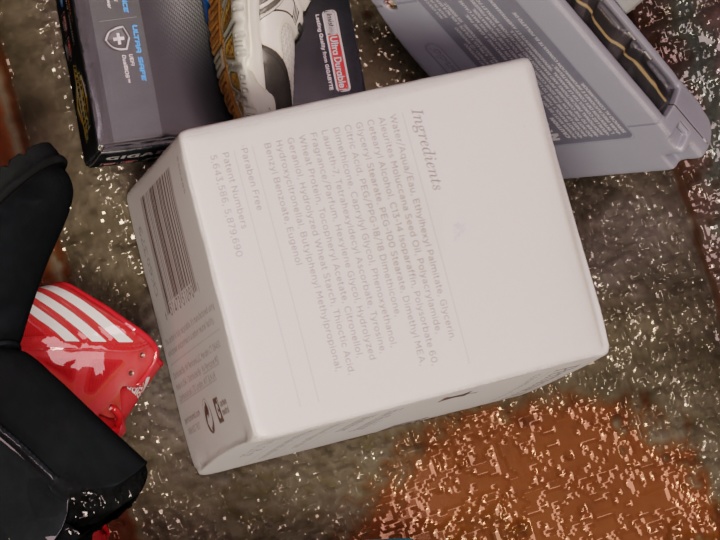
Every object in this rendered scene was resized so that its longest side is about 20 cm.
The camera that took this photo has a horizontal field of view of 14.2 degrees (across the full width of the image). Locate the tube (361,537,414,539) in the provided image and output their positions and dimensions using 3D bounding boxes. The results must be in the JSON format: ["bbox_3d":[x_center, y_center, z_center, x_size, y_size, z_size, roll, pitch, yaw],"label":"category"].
[{"bbox_3d":[-0.059,0.170,1.512,0.199,0.050,0.078,-1,118,-27],"label":"tube"}]

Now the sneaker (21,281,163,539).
[{"bbox_3d":[-0.140,0.097,1.534,0.115,0.078,0.201,-24,88,-16],"label":"sneaker"}]

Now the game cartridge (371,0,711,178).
[{"bbox_3d":[0.089,-0.125,1.583,0.200,0.133,0.041,46,55,-33],"label":"game cartridge"}]

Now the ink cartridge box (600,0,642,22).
[{"bbox_3d":[0.104,-0.205,1.588,0.146,0.200,0.083,43,65,-4],"label":"ink cartridge box"}]

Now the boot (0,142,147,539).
[{"bbox_3d":[-0.169,0.053,1.471,0.168,0.076,0.200,42,61,2],"label":"boot"}]

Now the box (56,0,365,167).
[{"bbox_3d":[-0.091,-0.166,1.610,0.158,0.046,0.201,-8,82,-17],"label":"box"}]

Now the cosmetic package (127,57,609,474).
[{"bbox_3d":[0.000,0.000,1.543,0.199,0.165,0.166,-13,84,-15],"label":"cosmetic package"}]

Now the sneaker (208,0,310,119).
[{"bbox_3d":[-0.037,-0.173,1.563,0.087,0.076,0.201,1,80,-16],"label":"sneaker"}]
